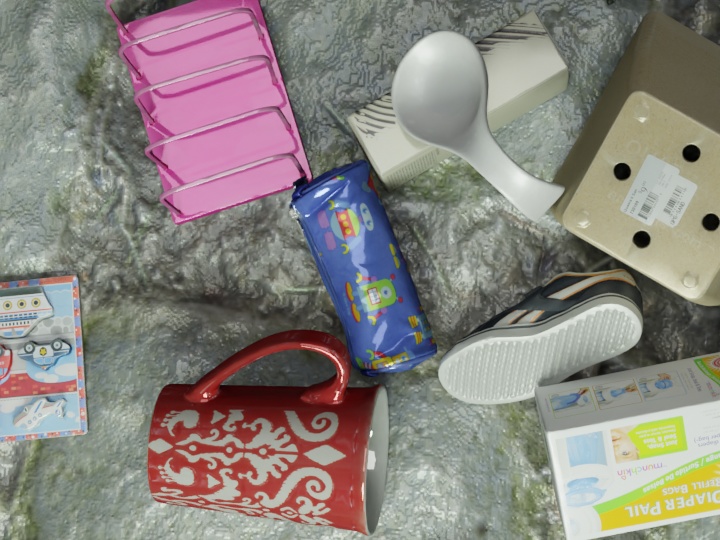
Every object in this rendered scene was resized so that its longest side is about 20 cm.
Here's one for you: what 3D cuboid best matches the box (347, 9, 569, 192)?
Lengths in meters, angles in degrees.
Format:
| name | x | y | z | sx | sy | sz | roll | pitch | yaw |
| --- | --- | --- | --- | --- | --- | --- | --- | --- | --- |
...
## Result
| name | x | y | z | sx | sy | sz | roll | pitch | yaw |
| --- | --- | --- | --- | --- | --- | --- | --- | --- | --- |
| box | 0.091 | -0.155 | 1.656 | 0.200 | 0.082 | 0.069 | -30 | 80 | -1 |

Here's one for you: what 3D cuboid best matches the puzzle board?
| name | x | y | z | sx | sy | sz | roll | pitch | yaw |
| --- | --- | --- | --- | --- | --- | --- | --- | --- | --- |
| puzzle board | -0.360 | 0.088 | 1.696 | 0.199 | 0.017 | 0.151 | -6 | 83 | 4 |

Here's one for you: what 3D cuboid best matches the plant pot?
| name | x | y | z | sx | sy | sz | roll | pitch | yaw |
| --- | --- | --- | --- | --- | --- | --- | --- | --- | --- |
| plant pot | 0.276 | -0.081 | 1.549 | 0.200 | 0.177 | 0.200 | 30 | 111 | 7 |

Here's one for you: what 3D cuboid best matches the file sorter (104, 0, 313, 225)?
| name | x | y | z | sx | sy | sz | roll | pitch | yaw |
| --- | --- | --- | --- | --- | --- | --- | --- | --- | --- |
| file sorter | -0.143 | -0.165 | 1.653 | 0.138 | 0.125 | 0.201 | -17 | 82 | 2 |

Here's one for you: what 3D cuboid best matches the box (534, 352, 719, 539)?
| name | x | y | z | sx | sy | sz | roll | pitch | yaw |
| --- | --- | --- | --- | --- | --- | --- | --- | --- | --- |
| box | 0.264 | 0.152 | 1.575 | 0.199 | 0.101 | 0.113 | -12 | 109 | 3 |

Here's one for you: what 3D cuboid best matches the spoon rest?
| name | x | y | z | sx | sy | sz | roll | pitch | yaw |
| --- | --- | --- | --- | --- | --- | --- | --- | --- | --- |
| spoon rest | 0.095 | -0.129 | 1.557 | 0.099 | 0.061 | 0.200 | -49 | 60 | 18 |

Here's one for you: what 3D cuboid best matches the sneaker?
| name | x | y | z | sx | sy | sz | roll | pitch | yaw |
| --- | --- | --- | --- | --- | --- | --- | --- | --- | --- |
| sneaker | 0.167 | 0.059 | 1.630 | 0.199 | 0.080 | 0.079 | -20 | 117 | 24 |

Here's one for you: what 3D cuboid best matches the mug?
| name | x | y | z | sx | sy | sz | roll | pitch | yaw |
| --- | --- | --- | --- | --- | --- | --- | --- | --- | --- |
| mug | -0.080 | 0.141 | 1.613 | 0.199 | 0.133 | 0.178 | 3 | 87 | 10 |

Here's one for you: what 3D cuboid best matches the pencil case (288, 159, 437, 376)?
| name | x | y | z | sx | sy | sz | roll | pitch | yaw |
| --- | --- | --- | --- | --- | --- | --- | --- | --- | --- |
| pencil case | 0.000 | 0.000 | 1.630 | 0.087 | 0.078 | 0.201 | -22 | 91 | -15 |

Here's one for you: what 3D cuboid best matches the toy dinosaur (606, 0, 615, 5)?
| name | x | y | z | sx | sy | sz | roll | pitch | yaw |
| --- | --- | --- | --- | --- | --- | --- | --- | --- | --- |
| toy dinosaur | 0.211 | -0.311 | 1.632 | 0.102 | 0.135 | 0.200 | -58 | 40 | 11 |
